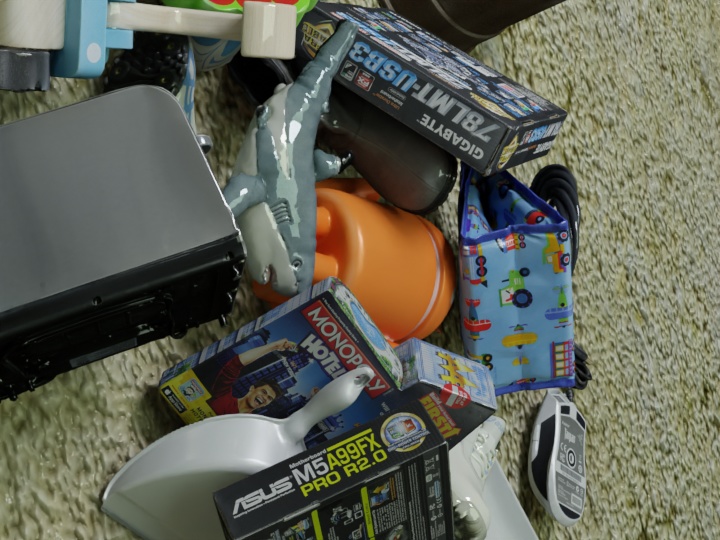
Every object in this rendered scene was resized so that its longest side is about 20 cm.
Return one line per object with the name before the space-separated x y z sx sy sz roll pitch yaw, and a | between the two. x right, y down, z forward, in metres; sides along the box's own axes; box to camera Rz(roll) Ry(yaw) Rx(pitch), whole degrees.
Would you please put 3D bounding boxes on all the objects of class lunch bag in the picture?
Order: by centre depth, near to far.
lunch bag | 0.122 -0.005 1.096 0.200 0.093 0.152 -102 -175 -66

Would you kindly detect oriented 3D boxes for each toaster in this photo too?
toaster | -0.174 -0.007 0.732 0.198 0.181 0.120 -19 80 -12

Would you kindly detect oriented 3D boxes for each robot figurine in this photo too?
robot figurine | 0.000 -0.002 1.006 0.199 0.144 0.118 14 111 -45

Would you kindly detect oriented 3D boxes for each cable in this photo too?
cable | 0.171 -0.005 1.177 0.050 0.163 0.203 9 85 -2

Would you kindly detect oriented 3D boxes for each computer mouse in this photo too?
computer mouse | 0.195 0.159 1.250 0.109 0.043 0.202 37 52 -43

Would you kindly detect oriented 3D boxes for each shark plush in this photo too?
shark plush | -0.045 -0.085 0.911 0.082 0.091 0.202 20 71 -2

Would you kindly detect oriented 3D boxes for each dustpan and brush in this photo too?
dustpan and brush | -0.068 0.134 0.876 0.139 0.199 0.058 43 27 -33

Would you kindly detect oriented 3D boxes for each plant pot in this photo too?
plant pot | 0.137 -0.319 1.154 0.199 0.197 0.203 10 76 -45

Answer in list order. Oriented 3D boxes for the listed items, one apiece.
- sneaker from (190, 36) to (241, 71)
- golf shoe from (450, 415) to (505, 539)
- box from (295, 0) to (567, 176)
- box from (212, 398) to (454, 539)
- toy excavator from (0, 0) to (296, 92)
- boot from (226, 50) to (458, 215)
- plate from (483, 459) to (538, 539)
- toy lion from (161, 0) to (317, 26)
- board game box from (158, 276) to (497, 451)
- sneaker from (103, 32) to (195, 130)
sneaker | -0.098 -0.253 0.967 0.071 0.072 0.203 17 69 -15
golf shoe | 0.079 0.147 1.006 0.096 0.200 0.079 -26 114 -5
box | 0.059 -0.155 1.017 0.050 0.199 0.198 -62 166 20
box | -0.011 0.197 0.886 0.159 0.044 0.201 -22 138 -13
toy excavator | -0.166 -0.168 0.803 0.199 0.193 0.101 -13 110 -54
boot | -0.022 -0.116 0.974 0.131 0.200 0.070 16 108 -46
plate | 0.094 0.281 1.121 0.200 0.032 0.201 -49 118 -42
toy lion | -0.081 -0.267 0.915 0.198 0.069 0.193 -24 77 -31
board game box | -0.011 0.097 0.915 0.201 0.198 0.062 55 14 -25
sneaker | -0.146 -0.080 0.892 0.072 0.071 0.203 34 54 -66
